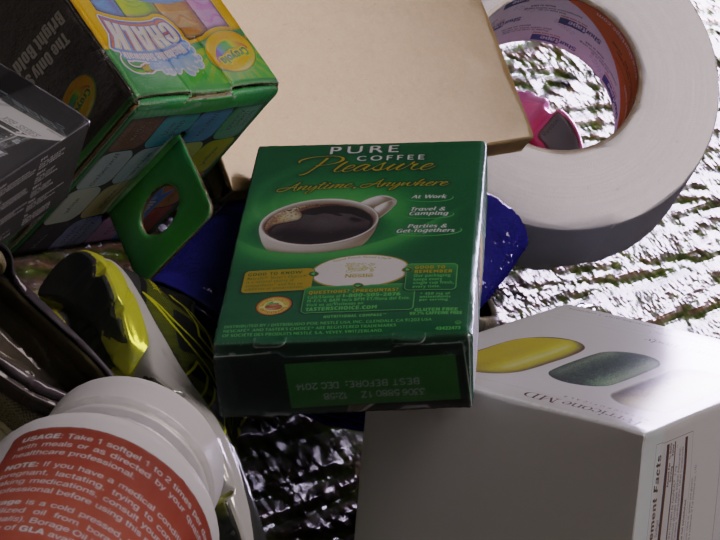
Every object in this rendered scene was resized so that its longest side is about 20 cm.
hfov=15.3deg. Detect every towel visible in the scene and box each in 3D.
[{"bbox_3d":[-0.011,0.004,1.405,0.147,0.050,0.200,27,38,12],"label":"towel"}]

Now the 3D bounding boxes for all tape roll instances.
[{"bbox_3d":[0.109,-0.104,1.591,0.199,0.066,0.202,3,69,-8],"label":"tape roll"}]

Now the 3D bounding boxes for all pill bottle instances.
[{"bbox_3d":[-0.122,0.130,1.103,0.112,0.112,0.200,40,31,-9],"label":"pill bottle"}]

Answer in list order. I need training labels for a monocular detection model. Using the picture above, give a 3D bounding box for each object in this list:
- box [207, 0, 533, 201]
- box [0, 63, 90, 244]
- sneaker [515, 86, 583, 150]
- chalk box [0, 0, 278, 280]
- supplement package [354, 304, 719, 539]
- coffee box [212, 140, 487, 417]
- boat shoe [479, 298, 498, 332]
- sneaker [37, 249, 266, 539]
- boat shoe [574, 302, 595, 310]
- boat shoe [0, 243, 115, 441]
[{"bbox_3d":[-0.016,-0.126,1.453,0.199,0.021,0.164,-11,73,-33],"label":"box"},{"bbox_3d":[-0.238,-0.050,1.169,0.157,0.050,0.200,32,36,14],"label":"box"},{"bbox_3d":[0.054,-0.108,1.677,0.200,0.079,0.095,44,0,8],"label":"sneaker"},{"bbox_3d":[-0.136,-0.091,1.345,0.200,0.124,0.124,55,31,14],"label":"chalk box"},{"bbox_3d":[0.111,0.116,1.317,0.151,0.152,0.200,13,15,30],"label":"supplement package"},{"bbox_3d":[0.000,0.000,1.291,0.122,0.044,0.200,-3,29,5],"label":"coffee box"},{"bbox_3d":[0.020,-0.027,1.525,0.072,0.060,0.202,9,46,-45],"label":"boat shoe"},{"bbox_3d":[-0.080,0.072,1.264,0.084,0.074,0.201,8,47,-48],"label":"sneaker"},{"bbox_3d":[0.096,0.064,1.498,0.060,0.074,0.200,44,35,16],"label":"boat shoe"},{"bbox_3d":[-0.184,0.011,1.216,0.200,0.065,0.072,45,32,2],"label":"boat shoe"}]
